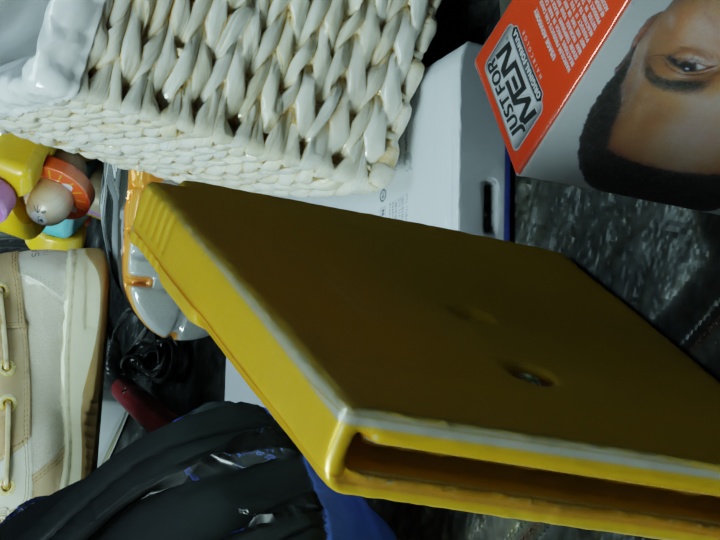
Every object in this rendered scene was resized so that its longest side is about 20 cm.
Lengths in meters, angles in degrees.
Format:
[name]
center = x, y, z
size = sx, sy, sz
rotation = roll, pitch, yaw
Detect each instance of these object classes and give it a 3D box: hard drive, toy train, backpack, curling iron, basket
[hard drive]
center = 0.000, 0.000, 1.166
size = 0.200, 0.025, 0.132
rotation = -27, 57, 57
[toy train]
center = -0.129, -0.078, 1.360
size = 0.200, 0.056, 0.150
rotation = 62, -131, -76
[backpack]
center = -0.069, 0.156, 1.103
size = 0.200, 0.168, 0.163
rotation = -38, 43, 8
[curling iron]
center = -0.078, 0.071, 1.294
size = 0.200, 0.026, 0.050
rotation = 48, 126, 57
[basket]
center = -0.071, -0.137, 1.170
size = 0.200, 0.161, 0.198
rotation = 2, 74, 64

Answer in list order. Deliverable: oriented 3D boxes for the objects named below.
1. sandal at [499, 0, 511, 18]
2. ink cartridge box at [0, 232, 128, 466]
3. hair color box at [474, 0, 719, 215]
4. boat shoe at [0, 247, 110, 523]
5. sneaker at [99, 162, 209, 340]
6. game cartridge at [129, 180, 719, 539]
[sandal]
center = 0.060, -0.155, 1.070
size = 0.082, 0.055, 0.200
rotation = -24, 60, 59
[ink cartridge box]
center = -0.215, 0.025, 1.445
size = 0.084, 0.146, 0.200
rotation = -64, 31, 30
[hair color box]
center = 0.127, -0.110, 0.873
size = 0.200, 0.101, 0.061
rotation = -59, 33, 37
[boat shoe]
center = -0.155, 0.086, 1.280
size = 0.074, 0.069, 0.200
rotation = 100, 174, -72
[sneaker]
center = -0.086, -0.070, 1.307
size = 0.077, 0.078, 0.200
rotation = -171, 90, -69
[game cartridge]
center = 0.032, 0.028, 0.927
size = 0.200, 0.176, 0.032
rotation = 44, 119, 59
